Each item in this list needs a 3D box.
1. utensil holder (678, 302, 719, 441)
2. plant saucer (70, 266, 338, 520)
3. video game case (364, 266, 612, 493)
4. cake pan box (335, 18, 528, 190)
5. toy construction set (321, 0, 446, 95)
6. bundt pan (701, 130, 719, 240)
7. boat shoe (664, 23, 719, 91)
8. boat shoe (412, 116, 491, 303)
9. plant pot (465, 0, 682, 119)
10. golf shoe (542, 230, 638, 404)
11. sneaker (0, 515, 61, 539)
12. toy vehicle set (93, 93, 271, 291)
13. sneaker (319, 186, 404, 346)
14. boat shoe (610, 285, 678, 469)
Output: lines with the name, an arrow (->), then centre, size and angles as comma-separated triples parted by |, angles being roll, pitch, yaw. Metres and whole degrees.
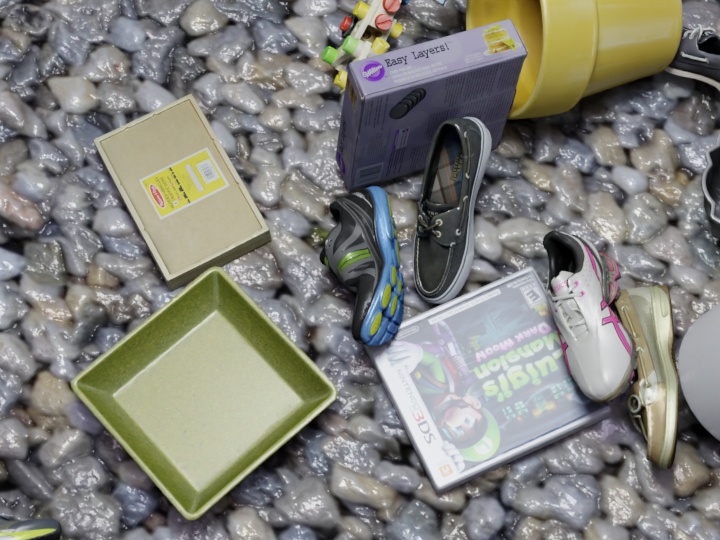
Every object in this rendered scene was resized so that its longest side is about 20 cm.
utensil holder -> 0.424, 0.074, 1.382 | 0.170, 0.200, 0.170 | 9, 63, -18
plant saucer -> -0.157, 0.128, 1.482 | 0.200, 0.048, 0.200 | -40, 70, -15
video game case -> 0.130, 0.110, 1.495 | 0.200, 0.023, 0.182 | -23, 67, -9
cake pan box -> 0.071, -0.169, 1.528 | 0.184, 0.200, 0.052 | -16, 66, -12
toy construction set -> 0.033, -0.279, 1.615 | 0.092, 0.131, 0.200 | 42, 91, -19
bundt pan -> 0.457, -0.074, 1.539 | 0.202, 0.076, 0.202 | 0, 66, 1
boat shoe -> 0.388, -0.245, 1.596 | 0.073, 0.063, 0.200 | -26, 41, -24
boat shoe -> 0.085, -0.064, 1.512 | 0.069, 0.057, 0.200 | 15, 98, 33
plant pot -> 0.240, -0.272, 1.585 | 0.189, 0.201, 0.201 | -7, 64, -19
golf shoe -> 0.220, 0.047, 1.458 | 0.073, 0.092, 0.200 | -38, 37, 30
sneaker -> -0.394, 0.245, 1.425 | 0.200, 0.074, 0.081 | 1, 62, 1
toy vehicle set -> -0.197, -0.089, 1.595 | 0.124, 0.027, 0.200 | -26, 67, -10
sneaker -> 0.000, -0.001, 1.524 | 0.083, 0.071, 0.200 | -12, 52, 10
boat shoe -> 0.288, 0.107, 1.467 | 0.063, 0.073, 0.201 | -2, 62, 9
